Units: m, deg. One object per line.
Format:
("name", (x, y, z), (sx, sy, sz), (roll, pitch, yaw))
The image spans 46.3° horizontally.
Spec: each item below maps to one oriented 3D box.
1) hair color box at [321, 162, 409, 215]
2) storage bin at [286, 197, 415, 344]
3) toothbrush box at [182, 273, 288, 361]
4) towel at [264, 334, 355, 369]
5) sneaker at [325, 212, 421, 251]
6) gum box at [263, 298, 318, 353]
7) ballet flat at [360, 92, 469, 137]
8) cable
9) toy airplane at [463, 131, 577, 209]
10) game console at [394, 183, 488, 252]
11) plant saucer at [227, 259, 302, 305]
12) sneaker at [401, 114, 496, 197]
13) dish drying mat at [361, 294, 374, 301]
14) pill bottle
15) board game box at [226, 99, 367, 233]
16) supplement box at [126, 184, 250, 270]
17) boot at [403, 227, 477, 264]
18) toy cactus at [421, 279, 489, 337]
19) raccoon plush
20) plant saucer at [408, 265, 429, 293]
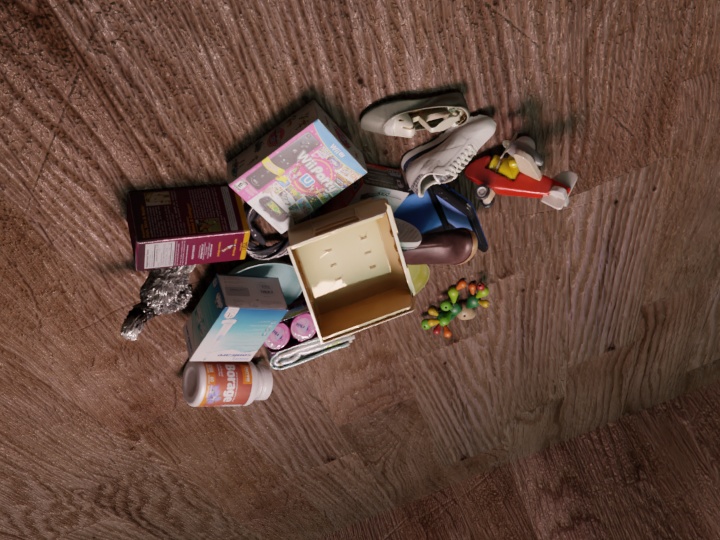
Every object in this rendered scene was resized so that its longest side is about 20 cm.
("hair color box", (-0.005, -0.116, 1.644), (0.109, 0.065, 0.200), (7, 140, -34))
("storage bin", (-0.014, -0.003, 1.524), (0.195, 0.094, 0.203), (-19, 115, -1))
("toothbrush box", (-0.261, 0.102, 1.735), (0.144, 0.086, 0.201), (3, 141, -34))
("towel", (-0.119, 0.158, 1.910), (0.197, 0.049, 0.171), (-16, -167, -7))
("sneaker", (0.015, -0.058, 1.607), (0.196, 0.079, 0.080), (7, 131, -14))
("gum box", (-0.126, 0.110, 1.851), (0.197, 0.067, 0.114), (-19, -167, -6))
("ballet flat", (0.099, -0.267, 1.477), (0.197, 0.064, 0.068), (-14, 148, -11))
("cable", (-0.152, -0.099, 1.609), (0.161, 0.051, 0.201), (4, 139, -23))
("toy airplane", (0.327, -0.194, 1.647), (0.196, 0.144, 0.199), (13, 170, -25))
("game console", (0.153, -0.091, 1.730), (0.119, 0.170, 0.200), (-47, 148, -7))
("plant saucer", (-0.216, 0.032, 1.772), (0.197, 0.036, 0.201), (-15, 148, -9))
("sneaker", (0.175, -0.215, 1.585), (0.198, 0.081, 0.076), (-32, 145, 15))
("dish drying mat", (0.000, 0.000, 1.697), (0.076, 0.201, 0.018), (-1, 125, -27))
("pill bottle", (-0.312, 0.264, 1.992), (0.197, 0.113, 0.112), (5, 140, -36))
("board game box", (-0.111, -0.177, 1.458), (0.199, 0.065, 0.147), (-34, 130, 17))
("supplement box", (-0.305, -0.077, 1.483), (0.197, 0.112, 0.086), (-7, 147, -20))
("boot", (0.120, -0.041, 1.679), (0.164, 0.074, 0.199), (-5, 177, -31))
("toy cactus", (0.253, 0.102, 2.110), (0.200, 0.103, 0.164), (-43, 153, 17))
("raccoon plush", (-0.363, 0.027, 1.557), (0.095, 0.202, 0.135), (20, 139, -4))
("plant saucer", (0.061, 0.023, 1.923), (0.197, 0.031, 0.201), (-16, 148, -10))
